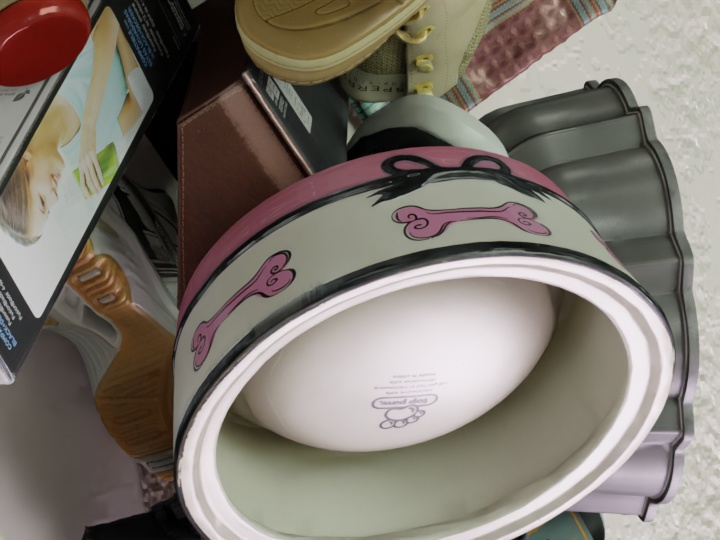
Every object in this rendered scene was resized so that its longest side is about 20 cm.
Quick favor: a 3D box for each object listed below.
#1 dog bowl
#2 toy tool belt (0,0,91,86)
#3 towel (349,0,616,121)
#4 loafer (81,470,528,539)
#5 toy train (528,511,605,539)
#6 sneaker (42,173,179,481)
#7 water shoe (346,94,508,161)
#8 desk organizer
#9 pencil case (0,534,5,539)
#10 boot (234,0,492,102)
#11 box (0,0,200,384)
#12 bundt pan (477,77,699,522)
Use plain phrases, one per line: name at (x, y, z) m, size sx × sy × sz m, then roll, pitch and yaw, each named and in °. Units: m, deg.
dog bowl at (0.017, 0.033, 1.140) m, size 0.200 × 0.200 × 0.074 m, roll 28°, pitch 32°, yaw -44°
toy tool belt at (-0.082, -0.170, 1.082) m, size 0.123 × 0.200 × 0.125 m, roll 60°, pitch 11°, yaw 25°
towel at (0.022, -0.166, 1.397) m, size 0.200 × 0.147 × 0.022 m, roll 55°, pitch -2°, yaw -27°
loafer at (-0.023, 0.100, 1.234) m, size 0.200 × 0.072 × 0.063 m, roll -3°, pitch 109°, yaw -19°
toy train at (0.064, 0.166, 1.316) m, size 0.200 × 0.085 × 0.114 m, roll -29°, pitch 93°, yaw -50°
sneaker at (-0.087, 0.011, 1.237) m, size 0.200 × 0.076 × 0.088 m, roll 55°, pitch 31°, yaw -35°
water shoe at (0.000, 0.000, 1.253) m, size 0.071 × 0.200 × 0.079 m, roll 33°, pitch 55°, yaw -7°
desk organizer at (-0.056, -0.060, 1.218) m, size 0.072 × 0.077 × 0.200 m, roll 56°, pitch 11°, yaw -16°
pencil case at (-0.145, 0.142, 1.116) m, size 0.089 × 0.078 × 0.200 m, roll -45°, pitch 117°, yaw -20°
boot at (0.008, -0.112, 1.202) m, size 0.073 × 0.156 × 0.200 m, roll 27°, pitch 54°, yaw 9°
box at (-0.155, -0.048, 1.129) m, size 0.060 × 0.116 × 0.200 m, roll 65°, pitch 35°, yaw -39°
bundt pan at (0.083, 0.016, 1.310) m, size 0.076 × 0.202 × 0.202 m, roll -6°, pitch 82°, yaw -12°
